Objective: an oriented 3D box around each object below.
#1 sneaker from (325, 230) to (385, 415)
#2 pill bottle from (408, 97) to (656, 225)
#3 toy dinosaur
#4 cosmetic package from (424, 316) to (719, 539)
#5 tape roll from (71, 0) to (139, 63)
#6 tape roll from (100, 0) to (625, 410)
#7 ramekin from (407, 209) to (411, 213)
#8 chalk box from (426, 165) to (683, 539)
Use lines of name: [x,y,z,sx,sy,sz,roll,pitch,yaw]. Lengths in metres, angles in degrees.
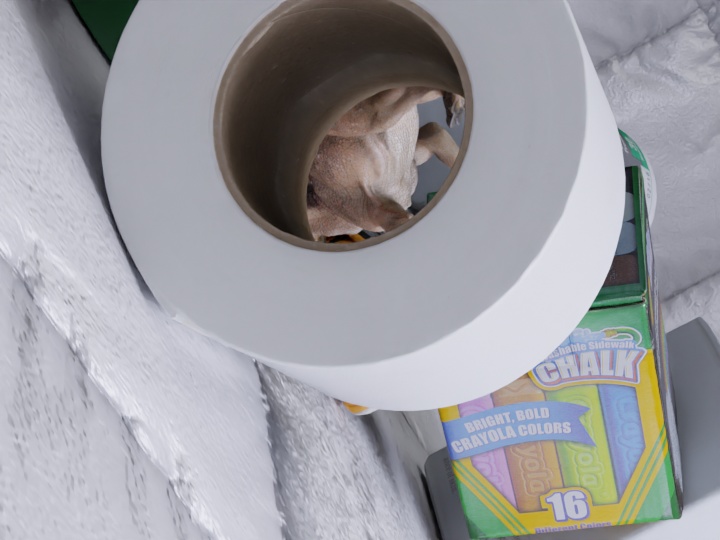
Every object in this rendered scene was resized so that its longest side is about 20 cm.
sneaker: [0.000,0.000,1.098,0.077,0.078,0.200,54,11,-22]
pill bottle: [0.093,-0.063,1.197,0.199,0.113,0.114,21,39,-54]
toy dinosaur: [-0.009,-0.070,0.960,0.086,0.135,0.201,-45,151,-53]
cosmetic package: [0.169,0.170,1.160,0.165,0.199,0.165,59,8,-29]
tape roll: [-0.118,-0.169,0.986,0.201,0.048,0.201,61,7,-12]
tape roll: [0.007,-0.048,0.816,0.204,0.202,0.139,64,8,15]
ramekin: [0.025,-0.093,1.342,0.202,0.094,0.204,159,-90,-84]
chalk box: [0.100,0.028,1.042,0.125,0.123,0.201,-81,160,-54]
